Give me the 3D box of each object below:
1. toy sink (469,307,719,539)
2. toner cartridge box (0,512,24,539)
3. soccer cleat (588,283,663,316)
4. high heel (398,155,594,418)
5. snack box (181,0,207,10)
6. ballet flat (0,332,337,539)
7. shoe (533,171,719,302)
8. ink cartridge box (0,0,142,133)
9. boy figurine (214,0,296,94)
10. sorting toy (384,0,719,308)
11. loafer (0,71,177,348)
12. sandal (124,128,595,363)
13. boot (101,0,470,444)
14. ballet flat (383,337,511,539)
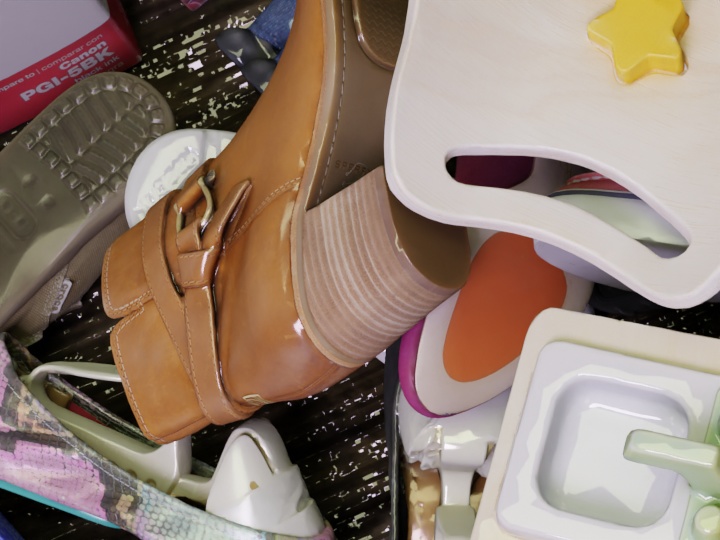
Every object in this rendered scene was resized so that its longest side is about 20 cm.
[{"bbox_3d":[0.105,0.095,0.975,0.111,0.200,0.131,11,75,17],"label":"toy sink"},{"bbox_3d":[-0.158,0.150,1.069,0.095,0.043,0.200,-48,46,-1],"label":"toner cartridge box"},{"bbox_3d":[0.157,-0.062,1.098,0.200,0.068,0.073,-42,43,2],"label":"soccer cleat"},{"bbox_3d":[0.050,-0.021,1.068,0.096,0.067,0.200,-9,39,51],"label":"high heel"},{"bbox_3d":[-0.031,-0.212,1.134,0.200,0.142,0.053,-38,60,6],"label":"snack box"},{"bbox_3d":[-0.074,0.081,1.082,0.199,0.069,0.072,25,101,13],"label":"ballet flat"},{"bbox_3d":[0.165,-0.039,1.005,0.199,0.072,0.092,4,74,6],"label":"shoe"},{"bbox_3d":[-0.177,-0.167,1.136,0.082,0.200,0.147,-25,68,4],"label":"ink cartridge box"},{"bbox_3d":[0.024,-0.149,1.125,0.200,0.064,0.124,-49,30,4],"label":"boy figurine"},{"bbox_3d":[0.096,-0.085,0.957,0.199,0.107,0.181,22,76,12],"label":"sorting toy"},{"bbox_3d":[-0.152,0.001,1.143,0.200,0.067,0.076,-36,65,0],"label":"loafer"},{"bbox_3d":[0.003,-0.007,1.112,0.202,0.050,0.083,24,85,0],"label":"sandal"},{"bbox_3d":[-0.033,-0.040,1.048,0.155,0.076,0.201,-31,57,35],"label":"boot"},{"bbox_3d":[0.042,0.089,1.045,0.067,0.068,0.202,1,84,-2],"label":"ballet flat"}]
